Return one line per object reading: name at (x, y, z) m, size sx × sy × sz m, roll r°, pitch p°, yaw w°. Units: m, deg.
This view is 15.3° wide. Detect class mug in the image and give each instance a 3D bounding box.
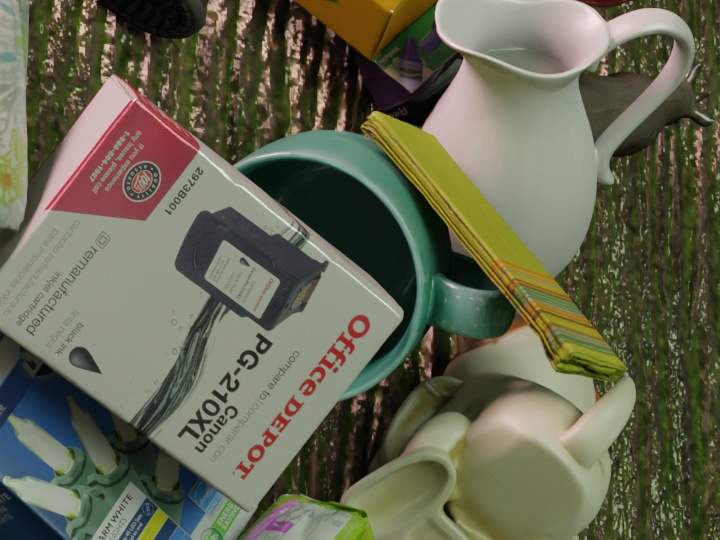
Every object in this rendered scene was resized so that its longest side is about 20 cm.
mug at (-0.010, 0.004, 1.602) m, size 0.185 × 0.152 × 0.114 m, roll 44°, pitch 20°, yaw 1°

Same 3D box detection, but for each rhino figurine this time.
rhino figurine at (0.171, -0.105, 1.822) m, size 0.199 × 0.087 × 0.060 m, roll -12°, pitch 83°, yaw -38°

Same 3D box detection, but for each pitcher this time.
pitcher at (0.118, -0.081, 1.686) m, size 0.170 × 0.201 × 0.122 m, roll -2°, pitch 43°, yaw -11°

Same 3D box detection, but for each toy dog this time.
toy dog at (0.086, 0.100, 1.639) m, size 0.139 × 0.194 × 0.200 m, roll 35°, pitch 22°, yaw -7°

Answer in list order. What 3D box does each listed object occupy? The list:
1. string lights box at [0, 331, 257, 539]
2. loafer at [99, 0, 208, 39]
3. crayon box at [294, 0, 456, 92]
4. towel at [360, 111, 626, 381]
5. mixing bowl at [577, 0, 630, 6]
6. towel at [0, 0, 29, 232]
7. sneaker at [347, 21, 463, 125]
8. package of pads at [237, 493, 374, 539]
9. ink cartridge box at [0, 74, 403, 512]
string lights box at (-0.165, 0.112, 1.516) m, size 0.200 × 0.059 × 0.103 m, roll 44°, pitch 55°, yaw -17°
loafer at (-0.152, -0.232, 1.632) m, size 0.200 × 0.073 × 0.071 m, roll 52°, pitch 53°, yaw -11°
crayon box at (-0.002, -0.219, 1.705) m, size 0.200 × 0.052 × 0.126 m, roll 39°, pitch 51°, yaw 10°
towel at (0.078, -0.013, 1.559) m, size 0.200 × 0.018 × 0.086 m, roll 52°, pitch 15°, yaw 25°
mixing bowl at (0.182, -0.298, 1.884) m, size 0.199 × 0.108 × 0.201 m, roll 12°, pitch 69°, yaw -33°
towel at (-0.259, -0.117, 1.399) m, size 0.199 × 0.048 × 0.172 m, roll 22°, pitch 51°, yaw -37°
sneaker at (0.077, -0.155, 1.790) m, size 0.199 × 0.076 × 0.088 m, roll -27°, pitch 102°, yaw -33°
package of pads at (-0.056, 0.239, 1.511) m, size 0.200 × 0.068 × 0.155 m, roll -45°, pitch 133°, yaw -38°
ink cartridge box at (-0.098, 0.014, 1.468) m, size 0.200 × 0.084 × 0.145 m, roll 38°, pitch 91°, yaw -20°
